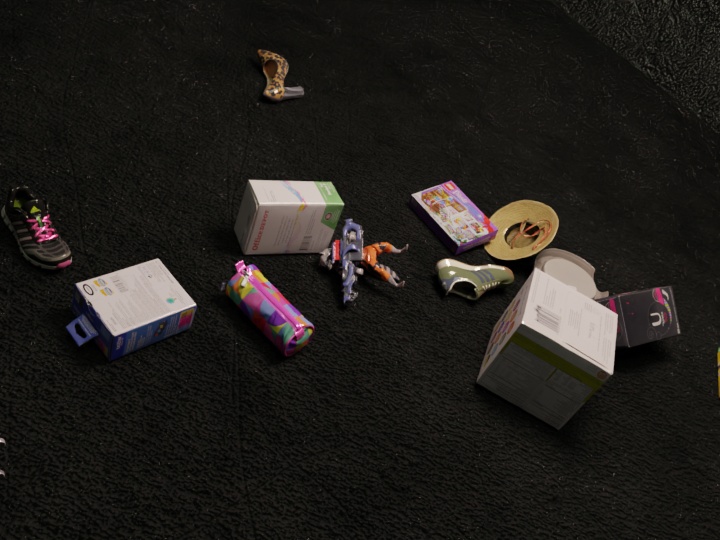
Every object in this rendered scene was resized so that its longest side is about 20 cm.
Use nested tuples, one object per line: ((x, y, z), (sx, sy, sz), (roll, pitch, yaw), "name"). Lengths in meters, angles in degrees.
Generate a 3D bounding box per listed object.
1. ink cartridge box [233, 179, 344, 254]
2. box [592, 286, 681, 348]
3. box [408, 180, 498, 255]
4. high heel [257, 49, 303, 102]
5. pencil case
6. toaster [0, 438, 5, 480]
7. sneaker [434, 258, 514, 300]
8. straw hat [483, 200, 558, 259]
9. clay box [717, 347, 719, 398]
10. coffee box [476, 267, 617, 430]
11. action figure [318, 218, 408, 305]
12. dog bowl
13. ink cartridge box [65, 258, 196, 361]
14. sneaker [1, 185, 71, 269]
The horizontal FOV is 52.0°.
((-0.157, -0.114, 1.594), (0.199, 0.146, 0.088), (-4, 47, -30), "ink cartridge box")
((0.646, 0.112, 1.748), (0.199, 0.106, 0.123), (-8, 85, -33), "box")
((0.236, -0.137, 1.884), (0.136, 0.039, 0.200), (-21, 57, -28), "box")
((-0.263, -0.555, 2.079), (0.200, 0.071, 0.142), (50, 39, 15), "high heel")
((-0.178, 0.074, 1.427), (0.200, 0.089, 0.088), (43, 43, 19), "pencil case")
((-0.577, 0.240, 0.965), (0.199, 0.181, 0.119), (-4, 48, -31), "toaster")
((0.269, 0.035, 1.717), (0.199, 0.067, 0.090), (9, 50, -18), "sneaker")
((0.419, -0.080, 1.889), (0.085, 0.200, 0.202), (48, 20, -42), "straw hat")
((0.942, 0.261, 1.814), (0.115, 0.048, 0.200), (28, 41, 4), "clay box")
((0.385, 0.161, 1.524), (0.199, 0.198, 0.200), (29, 39, 3), "coffee box")
((0.000, 0.000, 1.617), (0.193, 0.105, 0.201), (12, 66, -4), "action figure")
((0.512, 0.035, 1.837), (0.199, 0.059, 0.201), (14, 41, -12), "dog bowl")
((-0.417, 0.071, 1.314), (0.200, 0.077, 0.136), (-21, 57, -43), "ink cartridge box")
((-0.607, -0.085, 1.380), (0.074, 0.088, 0.200), (-23, 59, -42), "sneaker")
